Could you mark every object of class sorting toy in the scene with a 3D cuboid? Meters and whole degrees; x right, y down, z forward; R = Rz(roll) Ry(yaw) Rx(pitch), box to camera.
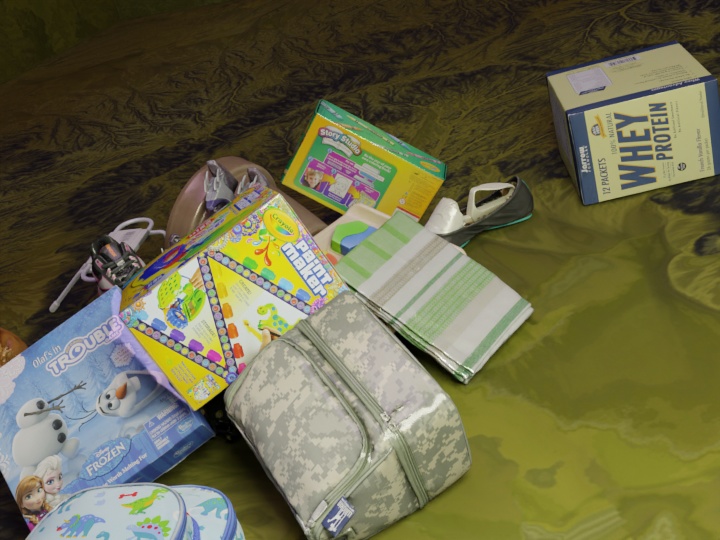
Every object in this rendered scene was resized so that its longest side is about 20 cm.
[{"bbox_3d":[0.000,0.000,1.186,0.185,0.037,0.200,26,50,30],"label":"sorting toy"}]

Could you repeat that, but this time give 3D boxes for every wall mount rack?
[{"bbox_3d":[-0.390,-0.005,1.551,0.173,0.075,0.200,-6,28,14],"label":"wall mount rack"}]

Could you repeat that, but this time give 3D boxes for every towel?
[{"bbox_3d":[0.079,0.026,1.128,0.200,0.031,0.149,37,48,16],"label":"towel"}]

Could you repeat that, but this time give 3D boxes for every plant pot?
[{"bbox_3d":[-0.133,-0.034,1.352,0.174,0.201,0.200,22,43,26],"label":"plant pot"}]

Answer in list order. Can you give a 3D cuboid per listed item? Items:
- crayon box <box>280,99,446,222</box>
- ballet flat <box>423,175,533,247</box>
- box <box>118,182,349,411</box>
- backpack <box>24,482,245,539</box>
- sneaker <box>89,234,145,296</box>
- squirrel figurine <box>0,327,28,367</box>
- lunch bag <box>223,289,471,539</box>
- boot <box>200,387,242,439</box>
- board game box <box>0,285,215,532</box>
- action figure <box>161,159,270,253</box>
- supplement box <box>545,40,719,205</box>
[{"bbox_3d":[0.005,-0.134,1.389,0.199,0.119,0.058,27,29,-8],"label":"crayon box"},{"bbox_3d":[0.143,-0.075,1.361,0.199,0.069,0.068,-26,28,-17],"label":"ballet flat"},{"bbox_3d":[-0.137,0.018,1.044,0.192,0.122,0.200,-37,14,-6],"label":"box"},{"bbox_3d":[-0.185,0.258,0.818,0.182,0.148,0.200,-6,25,17],"label":"backpack"},{"bbox_3d":[-0.303,0.010,1.274,0.080,0.087,0.200,-32,30,-25],"label":"sneaker"},{"bbox_3d":[-0.449,0.112,1.217,0.141,0.188,0.200,-26,28,-19],"label":"squirrel figurine"},{"bbox_3d":[-0.017,0.143,0.922,0.167,0.140,0.200,-35,51,-10],"label":"lunch bag"},{"bbox_3d":[-0.209,0.167,1.099,0.153,0.074,0.204,1,33,27],"label":"boot"},{"bbox_3d":[-0.285,0.149,1.044,0.200,0.043,0.199,-37,62,-5],"label":"board game box"},{"bbox_3d":[-0.174,-0.038,1.218,0.129,0.070,0.201,1,54,18],"label":"action figure"},{"bbox_3d":[0.380,-0.210,1.408,0.199,0.135,0.200,-13,26,8],"label":"supplement box"}]
